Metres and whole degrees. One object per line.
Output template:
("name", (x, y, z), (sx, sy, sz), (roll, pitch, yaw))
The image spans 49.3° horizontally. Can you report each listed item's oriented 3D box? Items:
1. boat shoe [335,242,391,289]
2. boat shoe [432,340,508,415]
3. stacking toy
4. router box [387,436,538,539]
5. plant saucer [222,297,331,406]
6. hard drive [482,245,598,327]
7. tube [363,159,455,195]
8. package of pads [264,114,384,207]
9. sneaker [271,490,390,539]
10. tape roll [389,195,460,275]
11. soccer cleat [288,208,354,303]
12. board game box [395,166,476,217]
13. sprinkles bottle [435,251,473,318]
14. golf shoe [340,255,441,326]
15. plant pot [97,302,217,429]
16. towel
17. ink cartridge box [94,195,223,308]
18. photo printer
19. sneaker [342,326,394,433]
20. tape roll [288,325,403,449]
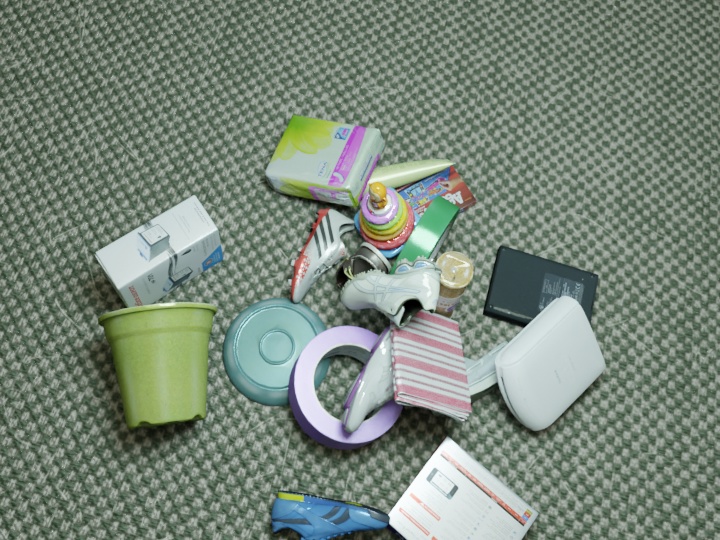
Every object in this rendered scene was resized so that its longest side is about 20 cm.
("boat shoe", (0.000, 0.000, 1.390), (0.059, 0.200, 0.072), (-41, 95, -14))
("boat shoe", (0.199, 0.189, 1.402), (0.199, 0.070, 0.072), (-26, 67, -20))
("stacking toy", (0.040, -0.111, 1.415), (0.110, 0.200, 0.116), (-42, 74, -4))
("router box", (0.166, 0.414, 1.314), (0.199, 0.049, 0.180), (39, 70, 11))
("plant saucer", (-0.150, 0.141, 1.411), (0.196, 0.027, 0.203), (2, 69, -4))
("hard drive", (0.342, 0.044, 1.487), (0.197, 0.033, 0.141), (17, 68, 2))
("tube", (0.085, -0.188, 1.537), (0.197, 0.052, 0.059), (-16, 56, -3))
("package of pads", (-0.071, -0.209, 1.510), (0.197, 0.068, 0.156), (13, 65, 24))
("sneaker", (-0.050, 0.412, 1.280), (0.197, 0.066, 0.080), (5, 74, 12))
("tape roll", (0.110, -0.036, 1.410), (0.048, 0.201, 0.202), (30, 68, 8))
("soccer cleat", (-0.073, -0.026, 1.464), (0.084, 0.069, 0.202), (18, 63, 7))
("board game box", (0.121, -0.129, 1.547), (0.198, 0.019, 0.104), (-29, 74, -15))
("sprinkles bottle", (0.146, 0.038, 1.382), (0.067, 0.201, 0.069), (2, 66, -4))
("golf shoe", (0.044, 0.048, 1.292), (0.078, 0.198, 0.099), (23, 58, -43))
("plant pot", (-0.331, 0.164, 1.312), (0.197, 0.200, 0.188), (-6, 79, -7))
("towel", (0.111, 0.148, 1.311), (0.145, 0.030, 0.202), (20, 44, -24))
("ink cartridge box", (-0.352, -0.026, 1.397), (0.199, 0.147, 0.086), (-35, 76, -16))
("photo printer", (0.328, 0.169, 1.377), (0.199, 0.069, 0.168), (-38, 117, -18))
("sneaker", (0.041, 0.189, 1.303), (0.099, 0.075, 0.201), (33, 63, -1))
("tape roll", (-0.024, 0.202, 1.358), (0.197, 0.066, 0.203), (6, 67, -14))
